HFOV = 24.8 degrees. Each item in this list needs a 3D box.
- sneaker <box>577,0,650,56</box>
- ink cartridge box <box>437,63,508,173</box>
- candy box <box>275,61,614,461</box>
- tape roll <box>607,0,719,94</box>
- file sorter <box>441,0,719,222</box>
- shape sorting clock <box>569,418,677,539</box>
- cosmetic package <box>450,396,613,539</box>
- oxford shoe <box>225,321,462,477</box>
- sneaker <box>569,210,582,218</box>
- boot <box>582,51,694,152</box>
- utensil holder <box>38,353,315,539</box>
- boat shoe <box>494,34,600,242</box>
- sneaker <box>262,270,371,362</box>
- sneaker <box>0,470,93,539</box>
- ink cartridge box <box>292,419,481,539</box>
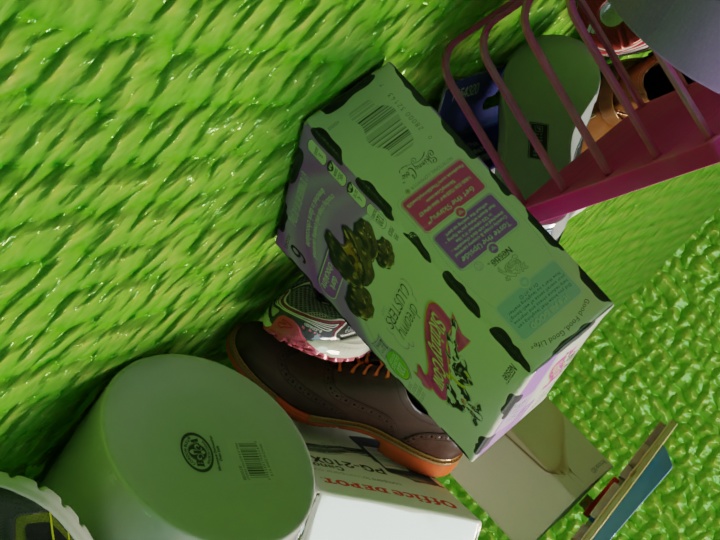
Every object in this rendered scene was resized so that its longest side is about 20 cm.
[{"bbox_3d":[0.241,-0.229,1.205,0.199,0.079,0.116,-31,177,4],"label":"sneaker"},{"bbox_3d":[0.096,-0.050,1.198,0.196,0.043,0.202,-26,136,-56],"label":"ink cartridge box"},{"bbox_3d":[0.044,0.000,1.008,0.071,0.200,0.168,-37,166,-22],"label":"candy box"},{"bbox_3d":[0.212,-0.178,0.837,0.199,0.200,0.066,-34,165,-35],"label":"tape roll"},{"bbox_3d":[0.161,-0.131,0.976,0.139,0.126,0.200,-37,-171,-28],"label":"file sorter"},{"bbox_3d":[0.198,0.202,1.351,0.200,0.039,0.200,-46,167,-14],"label":"shape sorting clock"},{"bbox_3d":[0.105,0.125,1.361,0.073,0.200,0.103,-50,167,25],"label":"cosmetic package"},{"bbox_3d":[-0.001,0.077,1.193,0.073,0.198,0.072,-54,-162,40],"label":"oxford shoe"},{"bbox_3d":[0.178,-0.083,1.480,0.115,0.074,0.200,-38,177,-29],"label":"sneaker"},{"bbox_3d":[0.233,-0.148,1.324,0.199,0.077,0.155,-17,177,-37],"label":"boot"},{"bbox_3d":[-0.144,0.179,1.107,0.169,0.170,0.201,-27,158,-51],"label":"utensil holder"},{"bbox_3d":[0.121,-0.083,1.128,0.057,0.068,0.201,98,7,-49],"label":"boat shoe"},{"bbox_3d":[0.000,0.000,1.192,0.200,0.080,0.075,-36,146,-48],"label":"sneaker"},{"bbox_3d":[-0.187,0.196,0.971,0.074,0.200,0.085,-36,-154,26],"label":"sneaker"},{"bbox_3d":[-0.022,0.170,1.216,0.144,0.200,0.085,14,102,-29],"label":"ink cartridge box"}]
